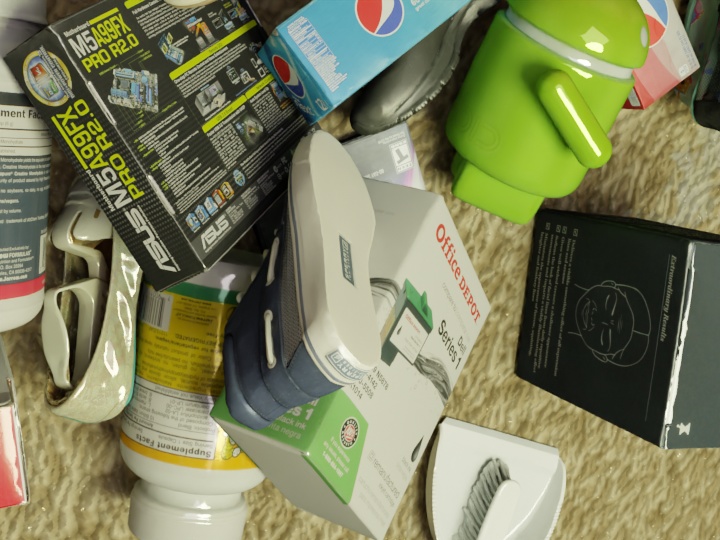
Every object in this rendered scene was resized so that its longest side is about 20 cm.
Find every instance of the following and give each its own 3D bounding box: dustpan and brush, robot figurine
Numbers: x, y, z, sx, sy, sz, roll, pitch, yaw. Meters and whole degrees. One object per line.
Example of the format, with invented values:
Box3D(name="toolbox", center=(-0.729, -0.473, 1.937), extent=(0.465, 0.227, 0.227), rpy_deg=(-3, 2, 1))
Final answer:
Box3D(name="dustpan and brush", center=(0.102, 0.242, 0.877), extent=(0.138, 0.057, 0.202), rpy_deg=(18, 92, -25))
Box3D(name="robot figurine", center=(0.138, -0.137, 0.775), extent=(0.115, 0.176, 0.201), rpy_deg=(23, 116, -5))

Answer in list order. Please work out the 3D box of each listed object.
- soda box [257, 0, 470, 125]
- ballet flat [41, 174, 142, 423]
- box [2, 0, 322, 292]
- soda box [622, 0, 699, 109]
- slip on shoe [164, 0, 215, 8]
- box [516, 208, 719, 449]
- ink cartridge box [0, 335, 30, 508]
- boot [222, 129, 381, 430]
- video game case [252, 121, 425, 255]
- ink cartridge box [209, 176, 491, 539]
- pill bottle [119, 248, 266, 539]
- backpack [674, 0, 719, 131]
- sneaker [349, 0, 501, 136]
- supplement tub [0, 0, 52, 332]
Box3D(name="soda box", center=(0.028, -0.186, 0.700), extent=(0.199, 0.068, 0.064), rpy_deg=(-40, 98, -15))
Box3D(name="ballet flat", center=(-0.178, 0.000, 0.687), extent=(0.062, 0.067, 0.203), rpy_deg=(9, 79, -52))
Box3D(name="box", center=(-0.109, -0.104, 0.658), extent=(0.161, 0.044, 0.200), rpy_deg=(58, 32, -15))
Box3D(name="soda box", center=(0.196, -0.233, 0.832), extent=(0.070, 0.063, 0.201), rpy_deg=(-36, 112, -13))
Box3D(name="slip on shoe", center=(-0.066, -0.213, 0.682), extent=(0.201, 0.075, 0.061), rpy_deg=(-64, 148, -46))
Box3D(name="box", center=(0.226, 0.039, 0.818), extent=(0.106, 0.200, 0.150), rpy_deg=(4, 99, -23))
Box3D(name="ink cartridge box", center=(-0.306, 0.108, 0.614), extent=(0.198, 0.175, 0.085), rpy_deg=(-9, 103, -21))
Box3D(name="boot", center=(-0.043, -0.001, 0.637), extent=(0.090, 0.201, 0.073), rpy_deg=(-30, 127, 24))
Box3D(name="video game case", center=(0.000, 0.000, 0.814), extent=(0.142, 0.019, 0.202), rpy_deg=(-23, 107, -18))
Box3D(name="ink cartridge box", center=(0.003, 0.058, 0.712), extent=(0.201, 0.084, 0.146), rpy_deg=(-61, 146, -23))
Box3D(name="pill bottle", center=(-0.109, 0.088, 0.730), extent=(0.112, 0.113, 0.203), rpy_deg=(8, 96, -24))
Box3D(name="backpack", center=(0.367, -0.206, 0.860), extent=(0.174, 0.153, 0.202), rpy_deg=(5, 107, -26))
Box3D(name="sneaker", center=(0.041, -0.191, 0.775), extent=(0.090, 0.076, 0.201), rpy_deg=(37, 75, -18))
Box3D(name="supplement tub", center=(-0.257, -0.069, 0.622), extent=(0.139, 0.140, 0.203), rpy_deg=(2, 99, -23))
